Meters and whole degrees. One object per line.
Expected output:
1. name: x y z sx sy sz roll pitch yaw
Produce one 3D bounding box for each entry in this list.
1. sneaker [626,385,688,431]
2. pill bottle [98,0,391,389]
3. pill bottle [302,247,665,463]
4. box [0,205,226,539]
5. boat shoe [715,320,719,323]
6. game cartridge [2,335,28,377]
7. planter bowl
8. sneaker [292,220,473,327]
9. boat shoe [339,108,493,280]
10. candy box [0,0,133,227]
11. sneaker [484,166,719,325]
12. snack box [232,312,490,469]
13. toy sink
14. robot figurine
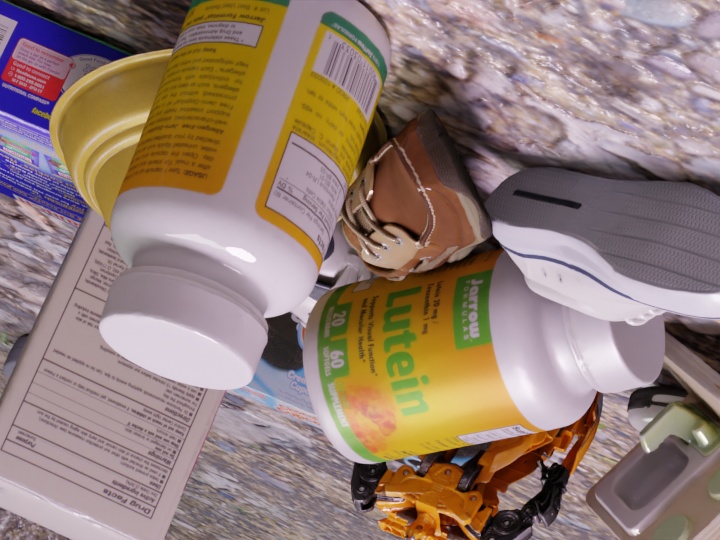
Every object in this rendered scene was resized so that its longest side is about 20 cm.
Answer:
1. sneaker: 0.254 0.163 1.647 0.200 0.116 0.076 28 165 -8
2. pill bottle: -0.063 -0.046 1.269 0.112 0.201 0.113 16 158 6
3. pill bottle: 0.075 0.046 1.466 0.199 0.112 0.111 -13 145 29
4. box: -0.154 0.069 1.560 0.127 0.201 0.109 26 163 -7
5. boat shoe: 0.243 0.018 1.265 0.063 0.074 0.201 25 173 -16
6. game cartridge: -0.303 0.114 2.563 0.133 0.042 0.200 26 166 -17
7. planter bowl: -0.084 -0.041 1.422 0.199 0.084 0.201 1 152 0
8. sneaker: 0.000 0.000 1.585 0.129 0.080 0.199 33 166 -32
9. boat shoe: 0.026 -0.031 1.379 0.076 0.073 0.200 63 176 12
10. candy box: -0.189 -0.091 1.597 0.168 0.077 0.200 23 164 3
11. sneaker: 0.151 -0.006 1.322 0.200 0.073 0.071 24 154 52
12. snack box: 0.020 0.065 1.700 0.199 0.117 0.037 22 165 14
13. toy sink: 0.224 0.156 1.529 0.200 0.112 0.130 48 179 -24
14. robot figurine: 0.083 0.110 1.585 0.144 0.200 0.058 19 144 25
